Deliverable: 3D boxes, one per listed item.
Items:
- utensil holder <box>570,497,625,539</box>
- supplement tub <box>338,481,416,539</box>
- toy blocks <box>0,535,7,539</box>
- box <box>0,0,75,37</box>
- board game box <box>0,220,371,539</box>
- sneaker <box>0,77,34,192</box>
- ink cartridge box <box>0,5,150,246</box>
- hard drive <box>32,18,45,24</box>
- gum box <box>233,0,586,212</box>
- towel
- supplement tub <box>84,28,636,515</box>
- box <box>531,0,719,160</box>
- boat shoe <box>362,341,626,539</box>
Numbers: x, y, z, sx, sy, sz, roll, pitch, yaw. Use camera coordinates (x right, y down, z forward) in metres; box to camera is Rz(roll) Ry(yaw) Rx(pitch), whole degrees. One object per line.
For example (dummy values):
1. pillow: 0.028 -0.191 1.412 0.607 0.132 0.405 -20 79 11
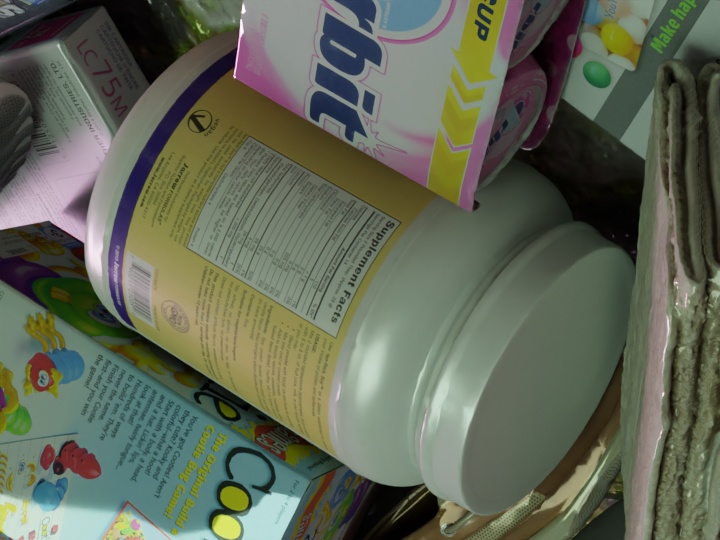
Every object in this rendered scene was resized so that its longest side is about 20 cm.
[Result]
1. utensil holder: 0.179 0.206 1.061 0.169 0.170 0.201 -1 123 42
2. supplement tub: -0.070 0.071 1.197 0.199 0.107 0.107 29 140 15
3. toy blocks: -0.135 0.160 1.252 0.199 0.100 0.137 17 168 38
4. box: -0.242 -0.154 1.062 0.157 0.051 0.199 -15 149 43
5. board game box: -0.105 0.075 1.098 0.199 0.103 0.105 32 107 15
6. sneaker: -0.219 -0.042 1.139 0.082 0.075 0.200 43 141 -5
7. ink cartridge box: -0.167 -0.053 1.176 0.199 0.042 0.120 -9 119 42
8. hard drive: -0.201 -0.106 1.209 0.131 0.027 0.201 -13 117 47
9. gum box: 0.024 -0.124 0.898 0.113 0.066 0.201 32 141 17
10. towel: 0.121 0.032 0.919 0.034 0.133 0.201 3 136 2
11. supplement tub: 0.000 0.000 1.022 0.199 0.145 0.146 30 141 26
12. box: 0.094 -0.135 0.915 0.200 0.041 0.156 39 142 7
13. boat shoe: 0.063 0.091 1.091 0.072 0.076 0.200 35 119 -4
